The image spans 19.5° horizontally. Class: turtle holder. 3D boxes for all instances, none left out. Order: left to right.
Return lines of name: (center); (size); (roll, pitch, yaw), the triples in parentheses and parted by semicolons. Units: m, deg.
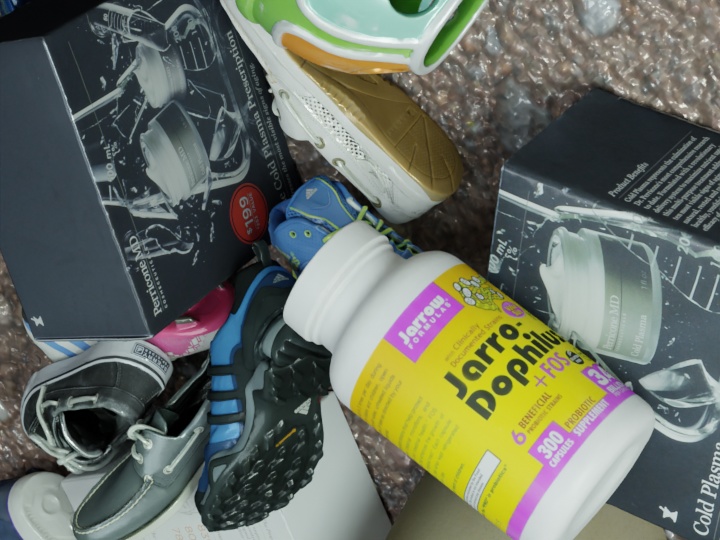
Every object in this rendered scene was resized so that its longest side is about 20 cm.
turtle holder: (0.019, -0.194, 1.186); (0.132, 0.186, 0.141); (39, 164, 11)

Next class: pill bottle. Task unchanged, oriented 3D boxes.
pill bottle: (0.055, 0.059, 1.154); (0.200, 0.104, 0.104); (37, 132, 15)

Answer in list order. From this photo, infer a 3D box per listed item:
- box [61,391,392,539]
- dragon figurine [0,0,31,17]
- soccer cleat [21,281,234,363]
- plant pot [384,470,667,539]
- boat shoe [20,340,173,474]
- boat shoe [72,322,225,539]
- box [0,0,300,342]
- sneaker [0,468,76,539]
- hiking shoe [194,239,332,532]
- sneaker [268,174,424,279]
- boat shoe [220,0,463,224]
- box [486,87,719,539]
box: (-0.095, 0.171, 1.497); (0.200, 0.097, 0.125); (-10, 109, 40)
dragon figurine: (-0.227, -0.164, 1.390); (0.059, 0.099, 0.200); (-17, 105, 40)
soccer cleat: (-0.153, 0.042, 1.493); (0.200, 0.070, 0.086); (2, 133, 37)
plant pot: (0.072, 0.224, 1.339); (0.187, 0.200, 0.187); (18, 126, 27)
boat shoe: (-0.197, 0.108, 1.491); (0.074, 0.068, 0.199); (34, 148, -22)
boat shoe: (-0.128, 0.108, 1.407); (0.200, 0.073, 0.062); (-43, 125, 5)
box: (-0.147, -0.082, 1.325); (0.104, 0.182, 0.200); (-3, 115, 37)
sneaker: (-0.237, 0.252, 1.670); (0.200, 0.081, 0.146); (53, 141, -7)
hiking shoe: (-0.064, 0.081, 1.344); (0.087, 0.074, 0.200); (56, 136, 38)
sneaker: (0.000, 0.000, 1.292); (0.105, 0.076, 0.200); (52, 160, -27)
boat shoe: (-0.026, -0.108, 1.298); (0.200, 0.071, 0.069); (50, 132, -1)
box: (0.181, 0.030, 1.199); (0.196, 0.124, 0.200); (23, 128, 26)
